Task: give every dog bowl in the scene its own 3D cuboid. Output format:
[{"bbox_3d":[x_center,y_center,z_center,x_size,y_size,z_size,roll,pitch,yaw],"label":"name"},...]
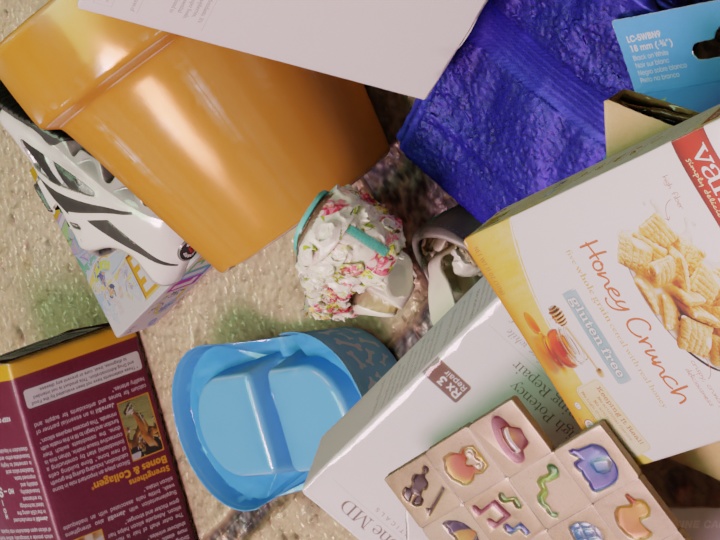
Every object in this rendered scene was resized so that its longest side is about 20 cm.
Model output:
[{"bbox_3d":[-0.042,0.090,1.620,0.200,0.049,0.112,-10,97,50],"label":"dog bowl"}]

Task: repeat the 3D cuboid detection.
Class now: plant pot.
[{"bbox_3d":[-0.084,-0.108,1.495,0.184,0.200,0.200,54,141,-5],"label":"plant pot"}]

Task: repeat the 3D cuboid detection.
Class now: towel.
[{"bbox_3d":[0.096,-0.104,1.380,0.148,0.049,0.200,46,135,28],"label":"towel"}]

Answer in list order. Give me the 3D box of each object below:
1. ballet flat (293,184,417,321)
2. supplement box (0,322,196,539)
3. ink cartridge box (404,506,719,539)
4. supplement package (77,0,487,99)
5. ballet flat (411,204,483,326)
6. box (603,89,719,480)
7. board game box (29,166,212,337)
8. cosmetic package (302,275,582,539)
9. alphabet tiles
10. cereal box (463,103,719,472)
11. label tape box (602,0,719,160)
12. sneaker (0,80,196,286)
[{"bbox_3d":[0.000,0.000,1.468,0.064,0.200,0.076,28,87,6],"label":"ballet flat"},{"bbox_3d":[-0.194,0.147,1.773,0.085,0.110,0.201,-9,98,51],"label":"supplement box"},{"bbox_3d":[0.122,0.211,1.385,0.045,0.199,0.177,-59,-31,-85],"label":"ink cartridge box"},{"bbox_3d":[-0.034,-0.191,1.341,0.121,0.199,0.120,124,155,-49],"label":"supplement package"},{"bbox_3d":[0.081,0.060,1.453,0.067,0.064,0.201,-26,85,51],"label":"ballet flat"},{"bbox_3d":[0.188,0.024,1.230,0.163,0.021,0.201,23,133,36],"label":"box"},{"bbox_3d":[-0.135,-0.059,1.680,0.200,0.034,0.135,-42,73,49],"label":"board game box"},{"bbox_3d":[0.071,0.074,1.383,0.102,0.074,0.200,40,112,-8],"label":"cosmetic package"},{"bbox_3d":[0.105,0.165,1.312,0.167,0.008,0.200,-35,93,38],"label":"alphabet tiles"},{"bbox_3d":[0.152,0.010,1.207,0.144,0.039,0.200,57,144,-4],"label":"cereal box"},{"bbox_3d":[0.191,-0.030,1.259,0.144,0.063,0.201,-6,112,49],"label":"label tape box"},{"bbox_3d":[-0.178,-0.057,1.644,0.200,0.074,0.089,38,129,34],"label":"sneaker"}]
